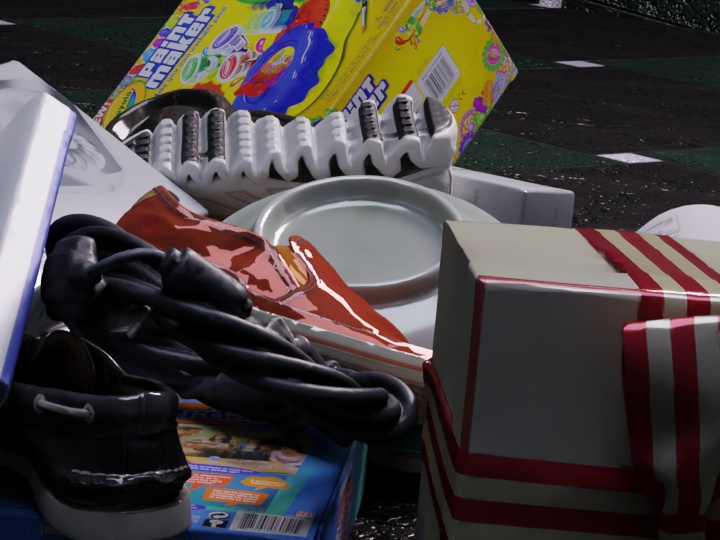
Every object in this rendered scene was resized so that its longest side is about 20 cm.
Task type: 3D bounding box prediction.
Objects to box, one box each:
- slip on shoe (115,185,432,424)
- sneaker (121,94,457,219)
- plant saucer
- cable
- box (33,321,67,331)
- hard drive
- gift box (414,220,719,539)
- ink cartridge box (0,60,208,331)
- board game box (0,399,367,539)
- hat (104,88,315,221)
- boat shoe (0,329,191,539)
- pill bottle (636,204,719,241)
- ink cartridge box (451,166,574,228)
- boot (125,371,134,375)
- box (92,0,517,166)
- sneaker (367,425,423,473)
[{"bbox_3d":[-0.029,0.015,1.121,0.199,0.061,0.074,23,-17,17],"label":"slip on shoe"},{"bbox_3d":[-0.044,-0.046,1.373,0.199,0.081,0.075,-2,30,4],"label":"sneaker"},{"bbox_3d":[0.000,0.000,1.215,0.199,0.050,0.200,0,33,0],"label":"plant saucer"},{"bbox_3d":[-0.059,0.028,1.033,0.163,0.051,0.200,25,-10,-12],"label":"cable"},{"bbox_3d":[-0.240,0.031,1.175,0.117,0.060,0.200,40,24,18],"label":"box"},{"bbox_3d":[-0.177,0.024,1.037,0.025,0.132,0.200,34,29,-20],"label":"hard drive"},{"bbox_3d":[0.122,0.069,0.928,0.199,0.185,0.187,0,10,-2],"label":"gift box"},{"bbox_3d":[-0.202,-0.056,1.265,0.200,0.041,0.200,36,24,11],"label":"ink cartridge box"},{"bbox_3d":[-0.081,0.099,1.052,0.152,0.045,0.200,5,12,6],"label":"board game box"},{"bbox_3d":[-0.105,-0.053,1.453,0.200,0.081,0.201,-9,43,9],"label":"hat"},{"bbox_3d":[-0.123,0.054,0.994,0.074,0.061,0.200,-4,13,-23],"label":"boat shoe"},{"bbox_3d":[0.185,0.028,1.311,0.113,0.114,0.200,5,12,4],"label":"pill bottle"},{"bbox_3d":[0.029,-0.010,1.443,0.200,0.109,0.050,14,9,42],"label":"ink cartridge box"},{"bbox_3d":[-0.040,0.045,1.283,0.199,0.074,0.155,-12,21,-33],"label":"boot"},{"bbox_3d":[-0.040,-0.110,1.634,0.192,0.200,0.122,14,-29,42],"label":"box"},{"bbox_3d":[0.037,0.048,1.240,0.071,0.080,0.200,5,12,-6],"label":"sneaker"}]
